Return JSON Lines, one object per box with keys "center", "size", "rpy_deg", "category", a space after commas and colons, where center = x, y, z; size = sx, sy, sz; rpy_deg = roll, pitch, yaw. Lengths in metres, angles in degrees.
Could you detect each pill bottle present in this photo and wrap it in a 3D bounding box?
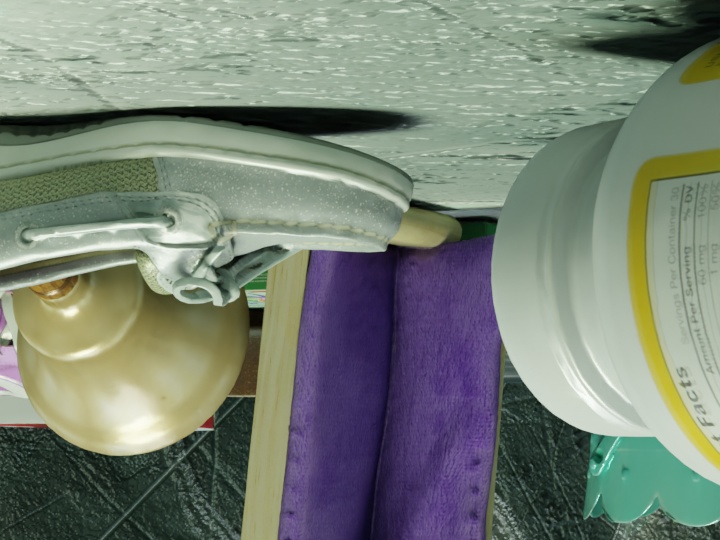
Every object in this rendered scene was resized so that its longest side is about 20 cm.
{"center": [0.123, -0.004, 0.500], "size": [0.112, 0.112, 0.200], "rpy_deg": [3, 175, -36], "category": "pill bottle"}

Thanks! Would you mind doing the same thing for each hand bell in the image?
{"center": [-0.121, -0.001, 0.855], "size": [0.104, 0.104, 0.200], "rpy_deg": [-1, 164, 15], "category": "hand bell"}

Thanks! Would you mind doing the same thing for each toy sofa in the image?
{"center": [0.002, 0.072, 0.920], "size": [0.097, 0.201, 0.083], "rpy_deg": [5, 178, 29], "category": "toy sofa"}

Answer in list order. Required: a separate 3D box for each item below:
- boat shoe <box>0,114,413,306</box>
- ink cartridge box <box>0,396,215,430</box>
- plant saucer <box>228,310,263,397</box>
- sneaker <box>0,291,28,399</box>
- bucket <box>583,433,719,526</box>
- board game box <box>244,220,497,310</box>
{"center": [-0.084, -0.012, 0.702], "size": [0.201, 0.065, 0.074], "rpy_deg": [0, 176, 4], "category": "boat shoe"}
{"center": [-0.192, 0.085, 1.795], "size": [0.175, 0.084, 0.200], "rpy_deg": [-2, 174, 19], "category": "ink cartridge box"}
{"center": [-0.012, 0.030, 1.205], "size": [0.200, 0.035, 0.200], "rpy_deg": [-7, -173, 1], "category": "plant saucer"}
{"center": [-0.210, 0.028, 1.182], "size": [0.200, 0.073, 0.114], "rpy_deg": [-1, 172, 11], "category": "sneaker"}
{"center": [0.210, 0.056, 1.105], "size": [0.207, 0.135, 0.207], "rpy_deg": [0, 176, 0], "category": "bucket"}
{"center": [0.000, 0.000, 1.078], "size": [0.200, 0.029, 0.134], "rpy_deg": [-3, 174, 29], "category": "board game box"}
